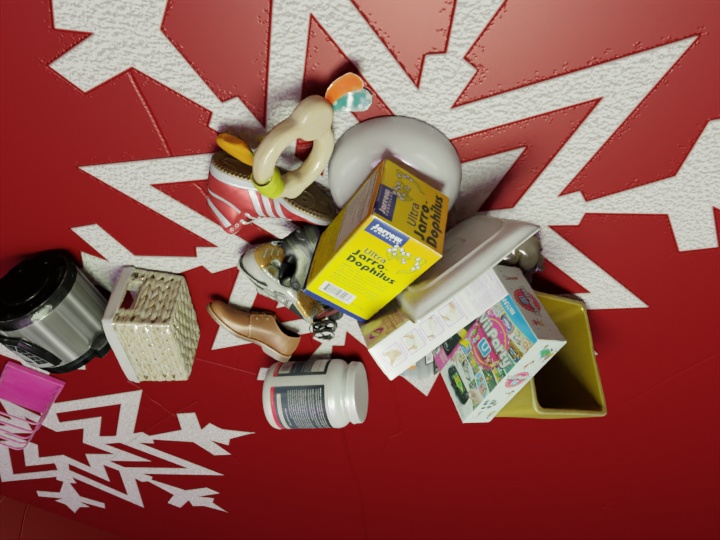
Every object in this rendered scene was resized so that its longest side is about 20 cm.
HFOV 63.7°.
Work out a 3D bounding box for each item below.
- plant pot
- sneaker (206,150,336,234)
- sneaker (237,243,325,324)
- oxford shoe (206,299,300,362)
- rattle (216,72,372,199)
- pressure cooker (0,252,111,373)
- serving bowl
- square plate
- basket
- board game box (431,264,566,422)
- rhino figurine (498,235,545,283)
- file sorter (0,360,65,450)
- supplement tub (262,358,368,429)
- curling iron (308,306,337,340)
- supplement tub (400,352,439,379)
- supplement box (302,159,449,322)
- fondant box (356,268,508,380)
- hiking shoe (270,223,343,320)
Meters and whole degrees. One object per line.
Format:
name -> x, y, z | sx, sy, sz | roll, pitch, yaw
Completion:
plant pot -> 0.267, 0.162, 1.002 | 0.193, 0.198, 0.199 | 12, 155, -35
sneaker -> -0.141, -0.095, 0.886 | 0.198, 0.072, 0.113 | 24, 132, -6
sneaker -> -0.135, 0.026, 1.033 | 0.087, 0.076, 0.200 | -8, 134, 39
oxford shoe -> -0.205, 0.102, 1.133 | 0.199, 0.071, 0.072 | 32, 105, -24
rattle -> -0.091, -0.208, 0.788 | 0.129, 0.143, 0.201 | 10, 124, -41
pressure cooker -> -0.557, 0.091, 1.077 | 0.177, 0.177, 0.201 | -25, 136, -5
serving bowl -> 0.046, -0.119, 0.838 | 0.197, 0.066, 0.201 | 5, 138, 4
square plate -> 0.125, -0.016, 0.805 | 0.199, 0.198, 0.029 | -37, 103, -2
basket -> -0.388, 0.108, 1.104 | 0.122, 0.137, 0.201 | 3, 138, -1
board game box -> 0.200, 0.114, 0.888 | 0.064, 0.148, 0.201 | 7, 131, -30
rhino figurine -> 0.194, -0.023, 0.926 | 0.197, 0.060, 0.088 | -2, 134, 13
file sorter -> -0.846, 0.341, 1.431 | 0.138, 0.126, 0.200 | 29, 134, -22
supplement tub -> -0.093, 0.259, 1.218 | 0.197, 0.141, 0.141 | -5, 137, 14
curling iron -> -0.004, 0.053, 0.955 | 0.199, 0.026, 0.050 | -36, 82, 19
supplement tub -> 0.094, 0.091, 1.019 | 0.121, 0.123, 0.201 | -1, 137, 10
supplement box -> 0.018, -0.033, 0.802 | 0.109, 0.110, 0.200 | 27, 139, -17
fondant box -> 0.095, 0.053, 0.831 | 0.199, 0.144, 0.058 | -37, 103, 1
hiking shoe -> -0.085, 0.009, 0.978 | 0.099, 0.076, 0.202 | -16, 126, -1
